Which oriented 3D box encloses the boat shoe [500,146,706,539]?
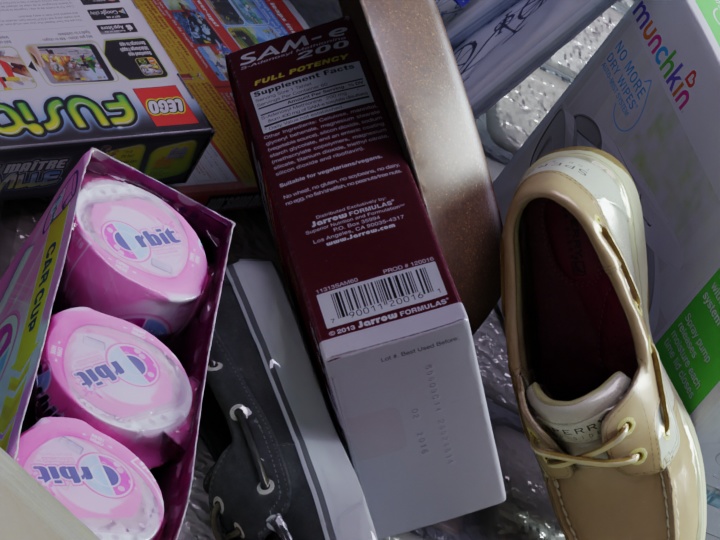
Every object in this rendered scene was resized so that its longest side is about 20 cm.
[{"bbox_3d":[0.093,0.052,1.241,0.066,0.074,0.200,-27,104,-66],"label":"boat shoe"}]

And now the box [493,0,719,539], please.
[{"bbox_3d":[0.157,-0.003,1.343,0.097,0.177,0.200,13,41,-33],"label":"box"}]

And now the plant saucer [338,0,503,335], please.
[{"bbox_3d":[0.026,-0.066,1.292,0.034,0.200,0.200,-18,49,-1],"label":"plant saucer"}]

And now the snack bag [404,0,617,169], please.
[{"bbox_3d":[0.087,-0.144,1.436,0.021,0.189,0.200,43,27,-17],"label":"snack bag"}]

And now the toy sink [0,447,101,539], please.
[{"bbox_3d":[-0.104,0.175,0.917,0.200,0.130,0.112,43,33,7],"label":"toy sink"}]

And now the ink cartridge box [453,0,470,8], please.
[{"bbox_3d":[-0.007,-0.213,1.486,0.094,0.044,0.200,44,1,-44],"label":"ink cartridge box"}]

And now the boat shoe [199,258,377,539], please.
[{"bbox_3d":[-0.035,0.084,1.167,0.057,0.069,0.200,-13,54,-10],"label":"boat shoe"}]

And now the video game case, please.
[{"bbox_3d":[-0.080,-0.084,1.365,0.200,0.017,0.143,-7,53,-47],"label":"video game case"}]

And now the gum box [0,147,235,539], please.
[{"bbox_3d":[-0.109,0.064,1.064,0.066,0.114,0.200,27,34,-15],"label":"gum box"}]

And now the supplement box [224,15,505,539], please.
[{"bbox_3d":[0.000,0.000,1.230,0.061,0.109,0.200,-16,42,-3],"label":"supplement box"}]

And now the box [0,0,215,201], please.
[{"bbox_3d":[-0.170,-0.079,1.236,0.200,0.035,0.110,-7,53,-39],"label":"box"}]
